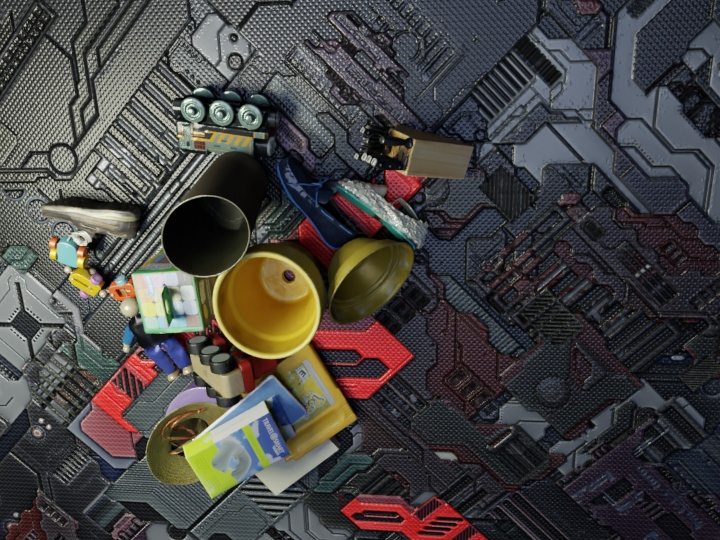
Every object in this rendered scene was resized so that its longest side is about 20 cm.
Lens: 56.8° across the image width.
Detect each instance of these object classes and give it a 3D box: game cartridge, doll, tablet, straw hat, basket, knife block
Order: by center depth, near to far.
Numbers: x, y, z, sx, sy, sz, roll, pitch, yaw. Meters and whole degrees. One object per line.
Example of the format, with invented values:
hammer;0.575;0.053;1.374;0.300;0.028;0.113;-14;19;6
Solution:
knife block;0.094;-0.198;1.144;0.198;0.176;0.065;16;111;1
basket;-0.241;-0.111;1.165;0.136;0.201;0.180;39;122;-18
straw hat;-0.345;0.319;1.325;0.199;0.085;0.203;-19;125;-28
tablet;-0.216;0.308;1.326;0.200;0.014;0.130;-40;122;-5
doll;-0.428;0.139;1.370;0.135;0.049;0.201;-22;118;13
game cartridge;-0.127;0.274;1.378;0.175;0.032;0.201;-33;102;-6

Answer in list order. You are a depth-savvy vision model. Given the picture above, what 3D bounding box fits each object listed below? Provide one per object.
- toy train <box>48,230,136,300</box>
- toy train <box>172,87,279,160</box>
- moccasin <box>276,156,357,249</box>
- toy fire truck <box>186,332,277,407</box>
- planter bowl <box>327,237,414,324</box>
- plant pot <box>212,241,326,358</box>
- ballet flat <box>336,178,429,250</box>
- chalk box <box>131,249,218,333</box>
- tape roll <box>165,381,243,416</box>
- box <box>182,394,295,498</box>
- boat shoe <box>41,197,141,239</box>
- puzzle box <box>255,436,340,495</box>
toy train;-0.525;-0.011;1.339;0.149;0.056;0.201;-12;129;22
toy train;-0.246;-0.265;1.220;0.197;0.086;0.115;7;123;2
moccasin;-0.075;-0.136;1.245;0.068;0.081;0.200;-25;117;29
toy fire truck;-0.230;0.158;1.339;0.198;0.175;0.130;-18;112;-32
planter bowl;0.000;0.000;1.250;0.084;0.200;0.201;48;112;29
plant pot;-0.153;0.034;1.248;0.198;0.189;0.203;2;109;7
ballet flat;0.045;-0.118;1.245;0.199;0.072;0.072;38;109;-8
chalk box;-0.347;0.041;1.269;0.122;0.200;0.126;-3;108;8
tape roll;-0.305;0.326;1.409;0.197;0.085;0.203;3;103;13
box;-0.228;0.344;1.301;0.199;0.048;0.123;-28;121;-11
boat shoe;-0.533;-0.097;1.314;0.197;0.075;0.074;7;109;6
puzzle box;-0.157;0.391;1.456;0.199;0.025;0.133;-39;98;18
